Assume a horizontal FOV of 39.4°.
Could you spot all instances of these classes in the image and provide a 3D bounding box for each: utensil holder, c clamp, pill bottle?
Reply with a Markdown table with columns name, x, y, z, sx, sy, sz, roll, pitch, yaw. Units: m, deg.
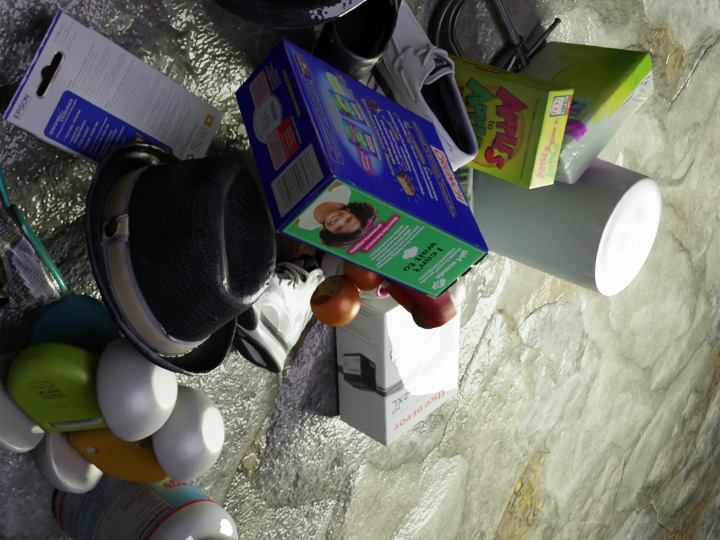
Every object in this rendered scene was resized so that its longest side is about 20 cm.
| name | x | y | z | sx | sy | sz | roll | pitch | yaw |
| --- | --- | --- | --- | --- | --- | --- | --- | --- | --- |
| utensil holder | 0.260 | -0.073 | 1.299 | 0.170 | 0.200 | 0.170 | -28 | 131 | -38 |
| c clamp | 0.155 | -0.286 | 1.197 | 0.171 | 0.027 | 0.200 | -56 | 144 | -3 |
| pill bottle | -0.186 | 0.246 | 0.935 | 0.109 | 0.200 | 0.109 | -29 | 131 | -39 |

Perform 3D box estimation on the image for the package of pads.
| name | x | y | z | sx | sy | sz | roll | pitch | yaw |
| --- | --- | --- | --- | --- | --- | --- | --- | --- | --- |
| package of pads | 0.246 | -0.201 | 1.245 | 0.200 | 0.154 | 0.068 | -45 | 132 | -24 |

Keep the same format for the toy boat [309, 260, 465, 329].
| name | x | y | z | sx | sy | sz | roll | pitch | yaw |
| --- | --- | --- | --- | --- | --- | --- | --- | --- | --- |
| toy boat | 0.000 | 0.000 | 1.011 | 0.131 | 0.200 | 0.131 | -46 | 179 | -8 |

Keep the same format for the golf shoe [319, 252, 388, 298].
| name | x | y | z | sx | sy | sz | roll | pitch | yaw |
| --- | --- | --- | --- | --- | --- | --- | --- | --- | --- |
| golf shoe | 0.038 | -0.053 | 1.130 | 0.200 | 0.091 | 0.075 | -60 | 142 | -9 |

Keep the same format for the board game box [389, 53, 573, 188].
| name | x | y | z | sx | sy | sz | roll | pitch | yaw |
| --- | --- | --- | --- | --- | --- | --- | --- | --- | --- |
| board game box | 0.120 | -0.167 | 1.070 | 0.048 | 0.200 | 0.102 | -14 | 121 | -46 |

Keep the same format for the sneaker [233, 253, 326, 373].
| name | x | y | z | sx | sy | sz | roll | pitch | yaw |
| --- | --- | --- | --- | --- | --- | --- | --- | --- | --- |
| sneaker | -0.099 | 0.009 | 1.027 | 0.115 | 0.076 | 0.201 | -57 | 152 | -24 |

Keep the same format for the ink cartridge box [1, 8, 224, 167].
| name | x | y | z | sx | sy | sz | roll | pitch | yaw |
| --- | --- | --- | --- | --- | --- | --- | --- | --- | --- |
| ink cartridge box | -0.203 | -0.131 | 0.833 | 0.200 | 0.037 | 0.095 | 28 | 89 | -56 |

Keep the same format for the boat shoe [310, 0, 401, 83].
| name | x | y | z | sx | sy | sz | roll | pitch | yaw |
| --- | --- | --- | --- | --- | --- | --- | --- | --- | --- |
| boat shoe | 0.009 | -0.258 | 0.943 | 0.074 | 0.063 | 0.202 | 27 | 60 | -17 |

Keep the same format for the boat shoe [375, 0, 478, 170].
| name | x | y | z | sx | sy | sz | roll | pitch | yaw |
| --- | --- | --- | --- | --- | --- | --- | --- | --- | --- |
| boat shoe | 0.068 | -0.199 | 1.028 | 0.074 | 0.065 | 0.200 | -30 | 97 | -36 |

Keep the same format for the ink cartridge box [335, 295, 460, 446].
| name | x | y | z | sx | sy | sz | roll | pitch | yaw |
| --- | --- | --- | --- | --- | --- | --- | --- | --- | --- |
| ink cartridge box | 0.048 | 0.090 | 1.230 | 0.145 | 0.084 | 0.200 | -31 | 132 | -38 |

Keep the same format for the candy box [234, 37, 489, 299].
| name | x | y | z | sx | sy | sz | roll | pitch | yaw |
| --- | --- | --- | --- | --- | --- | --- | --- | --- | --- |
| candy box | 0.002 | -0.085 | 0.871 | 0.200 | 0.169 | 0.077 | 21 | 128 | -41 |

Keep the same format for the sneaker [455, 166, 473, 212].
| name | x | y | z | sx | sy | sz | roll | pitch | yaw |
| --- | --- | --- | --- | --- | --- | --- | --- | --- | --- |
| sneaker | 0.106 | -0.046 | 1.184 | 0.082 | 0.075 | 0.200 | 72 | 28 | -53 |

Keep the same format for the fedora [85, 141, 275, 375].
| name | x | y | z | sx | sy | sz | roll | pitch | yaw |
| --- | --- | --- | --- | --- | --- | --- | --- | --- | --- |
| fedora | -0.125 | -0.021 | 0.795 | 0.201 | 0.091 | 0.201 | 45 | 34 | -43 |

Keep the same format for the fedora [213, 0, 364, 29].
| name | x | y | z | sx | sy | sz | roll | pitch | yaw |
| --- | --- | --- | --- | --- | --- | --- | --- | --- | --- |
| fedora | -0.056 | -0.279 | 0.860 | 0.201 | 0.200 | 0.092 | -52 | 175 | -17 |

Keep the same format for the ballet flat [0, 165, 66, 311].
| name | x | y | z | sx | sy | sz | roll | pitch | yaw |
| --- | --- | --- | --- | --- | --- | --- | --- | --- | --- |
| ballet flat | -0.287 | -0.044 | 0.759 | 0.072 | 0.072 | 0.201 | -40 | 136 | -30 |

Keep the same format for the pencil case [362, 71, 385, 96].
| name | x | y | z | sx | sy | sz | roll | pitch | yaw |
| --- | --- | --- | --- | --- | --- | --- | --- | --- | --- |
| pencil case | -0.004 | -0.141 | 1.036 | 0.089 | 0.078 | 0.200 | -49 | 141 | -12 |

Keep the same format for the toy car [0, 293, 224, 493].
| name | x | y | z | sx | sy | sz | roll | pitch | yaw |
| --- | --- | --- | --- | --- | --- | --- | --- | --- | --- |
| toy car | -0.218 | 0.098 | 0.870 | 0.200 | 0.175 | 0.150 | 57 | 31 | -49 |
